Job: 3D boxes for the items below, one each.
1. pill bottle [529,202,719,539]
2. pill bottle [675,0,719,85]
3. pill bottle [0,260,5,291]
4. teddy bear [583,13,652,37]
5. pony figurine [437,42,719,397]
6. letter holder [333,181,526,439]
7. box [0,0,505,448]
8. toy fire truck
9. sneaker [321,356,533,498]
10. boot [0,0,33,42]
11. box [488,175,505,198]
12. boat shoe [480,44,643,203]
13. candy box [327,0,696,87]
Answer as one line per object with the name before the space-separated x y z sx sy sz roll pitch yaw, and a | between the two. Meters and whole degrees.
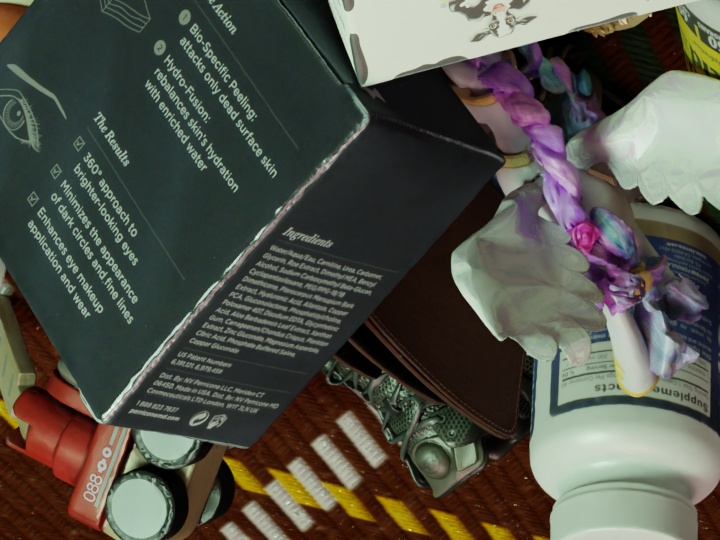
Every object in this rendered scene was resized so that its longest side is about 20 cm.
pill bottle | 0.153 0.072 1.650 0.110 0.201 0.111 4 151 2
pill bottle | 0.214 -0.109 1.411 0.111 0.112 0.200 -3 150 13
pill bottle | -0.307 -0.022 1.634 0.199 0.114 0.114 24 145 -32
teddy bear | 0.068 -0.175 1.355 0.200 0.067 0.145 34 163 -29
pony figurine | 0.105 -0.028 1.403 0.166 0.193 0.200 -39 139 -9
letter holder | 0.000 0.000 1.508 0.100 0.143 0.200 -13 145 28
box | -0.072 -0.057 1.366 0.200 0.197 0.117 -48 146 20
toy fire truck | -0.153 0.049 1.727 0.199 0.177 0.129 24 -167 16
sneaker | 0.020 0.066 1.750 0.198 0.115 0.076 17 147 -17
boot | -0.160 -0.078 1.507 0.075 0.108 0.200 -8 153 32
box | 0.036 -0.053 1.602 0.122 0.048 0.200 -20 142 37
boat shoe | 0.093 -0.091 1.516 0.073 0.075 0.200 -30 144 28
candy box | 0.057 -0.192 1.219 0.167 0.072 0.201 -15 131 -3
